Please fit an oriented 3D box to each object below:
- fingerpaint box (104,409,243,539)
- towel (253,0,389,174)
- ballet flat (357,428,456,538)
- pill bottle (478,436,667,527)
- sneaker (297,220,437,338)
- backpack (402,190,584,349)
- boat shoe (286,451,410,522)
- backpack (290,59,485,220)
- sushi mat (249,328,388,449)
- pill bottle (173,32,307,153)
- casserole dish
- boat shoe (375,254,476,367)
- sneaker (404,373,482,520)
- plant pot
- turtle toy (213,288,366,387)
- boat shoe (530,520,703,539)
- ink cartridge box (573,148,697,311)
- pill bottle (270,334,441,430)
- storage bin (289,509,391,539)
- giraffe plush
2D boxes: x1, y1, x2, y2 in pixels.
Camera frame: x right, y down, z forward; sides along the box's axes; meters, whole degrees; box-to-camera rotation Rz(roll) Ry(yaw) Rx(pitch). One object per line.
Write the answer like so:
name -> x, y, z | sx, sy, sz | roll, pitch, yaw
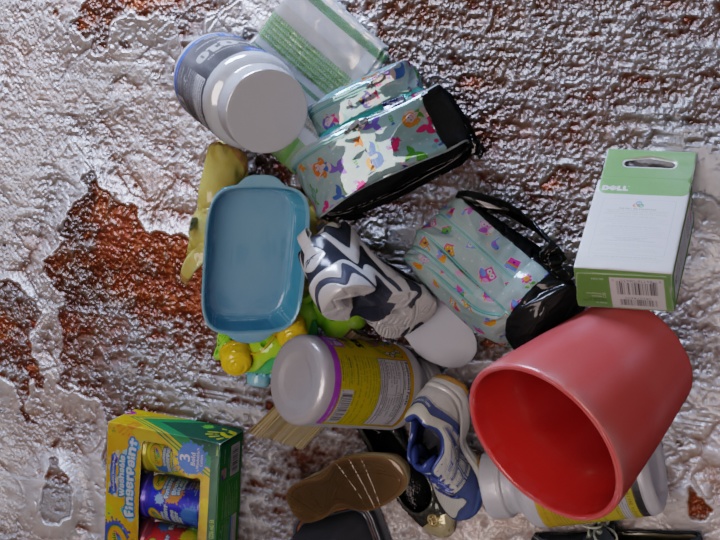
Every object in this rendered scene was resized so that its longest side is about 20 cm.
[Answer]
fingerpaint box -> -0.247, 0.298, 1.809 | 0.167, 0.073, 0.200 | 9, 102, 20
towel -> -0.072, -0.237, 1.680 | 0.149, 0.031, 0.200 | 44, 114, 12
ballet flat -> 0.048, 0.246, 1.692 | 0.066, 0.057, 0.200 | -38, 84, 23
pill bottle -> 0.243, 0.235, 1.583 | 0.200, 0.112, 0.112 | -11, 94, 22
sneaker -> 0.000, 0.000, 1.557 | 0.079, 0.199, 0.130 | -46, 56, 28
backpack -> 0.148, 0.004, 1.556 | 0.127, 0.167, 0.200 | -43, 65, -10
boat shoe -> -0.007, 0.254, 1.685 | 0.200, 0.065, 0.071 | -22, 93, 43
backpack -> 0.018, -0.142, 1.563 | 0.200, 0.178, 0.151 | -33, 88, 10
sushi mat -> -0.043, 0.150, 1.700 | 0.200, 0.096, 0.012 | -46, 49, 21
pill bottle -> -0.137, -0.203, 1.582 | 0.114, 0.200, 0.114 | -8, 111, -21
casserole dish -> -0.124, -0.016, 1.572 | 0.121, 0.039, 0.200 | -1, 110, -20
boat shoe -> 0.055, 0.041, 1.653 | 0.200, 0.068, 0.072 | 34, 103, -9
sneaker -> 0.088, 0.220, 1.608 | 0.075, 0.088, 0.200 | 11, 125, 38
plant pot -> 0.244, 0.134, 1.462 | 0.200, 0.177, 0.201 | 32, 143, 29
turtle toy -> -0.088, 0.070, 1.685 | 0.200, 0.146, 0.101 | -24, 125, 9
boat shoe -> 0.295, 0.318, 1.597 | 0.200, 0.075, 0.062 | 6, 103, 19
ink cartridge box -> 0.303, -0.046, 1.498 | 0.104, 0.200, 0.059 | 4, 135, 21
pill bottle -> 0.001, 0.133, 1.611 | 0.104, 0.200, 0.104 | -11, 75, 48
storage bin -> -0.036, 0.402, 1.711 | 0.145, 0.134, 0.200 | -18, 91, 23
giraffe plush -> -0.120, -0.056, 1.662 | 0.162, 0.200, 0.173 | 13, 112, -5
